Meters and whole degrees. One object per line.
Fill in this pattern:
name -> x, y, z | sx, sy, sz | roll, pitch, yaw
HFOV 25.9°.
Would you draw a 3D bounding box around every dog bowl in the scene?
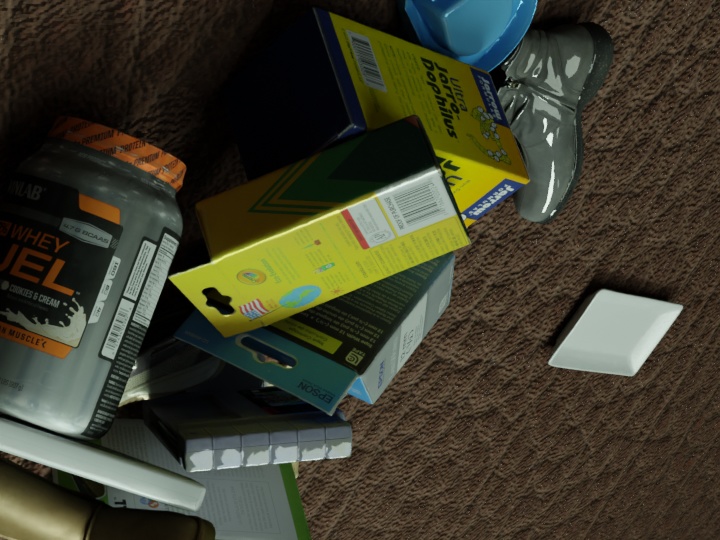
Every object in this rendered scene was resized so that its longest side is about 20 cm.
dog bowl -> 0.074, -0.233, 1.208 | 0.111, 0.050, 0.200 | -37, 147, -11

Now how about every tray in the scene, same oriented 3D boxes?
tray -> 0.288, 0.068, 1.786 | 0.200, 0.022, 0.107 | 10, 119, -52

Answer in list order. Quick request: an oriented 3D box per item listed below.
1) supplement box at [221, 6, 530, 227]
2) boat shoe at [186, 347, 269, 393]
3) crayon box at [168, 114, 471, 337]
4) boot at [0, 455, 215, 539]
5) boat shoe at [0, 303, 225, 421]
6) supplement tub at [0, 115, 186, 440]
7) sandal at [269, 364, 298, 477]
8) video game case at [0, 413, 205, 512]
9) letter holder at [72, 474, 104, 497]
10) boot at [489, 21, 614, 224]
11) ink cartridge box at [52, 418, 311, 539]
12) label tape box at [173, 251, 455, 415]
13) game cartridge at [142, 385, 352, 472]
supplement box -> 0.014, -0.102, 1.182 | 0.200, 0.110, 0.109 | 12, 141, -45
boat shoe -> -0.115, 0.102, 1.350 | 0.074, 0.065, 0.200 | -7, 124, -7
crayon box -> -0.031, -0.027, 1.115 | 0.200, 0.051, 0.127 | -22, 153, 4
boot -> -0.220, 0.164, 1.067 | 0.200, 0.175, 0.066 | 31, 63, -25
boat shoe -> -0.205, 0.075, 1.226 | 0.200, 0.072, 0.065 | -16, 114, -19
supplement tub -> -0.196, 0.005, 1.062 | 0.123, 0.122, 0.200 | 31, 76, -56
sandal -> -0.087, 0.178, 1.456 | 0.212, 0.070, 0.078 | -51, 146, 9
video game case -> -0.228, 0.118, 1.090 | 0.200, 0.182, 0.023 | 23, 81, -25
letter holder -> -0.159, 0.264, 1.337 | 0.142, 0.200, 0.101 | -4, 133, -56
boot -> 0.138, -0.130, 1.384 | 0.132, 0.070, 0.200 | -10, 122, -37
ink cartridge box -> -0.154, 0.192, 1.267 | 0.200, 0.148, 0.076 | 6, 122, -18
label tape box -> -0.034, 0.037, 1.235 | 0.200, 0.143, 0.066 | -51, 156, -39
game cartridge -> -0.090, 0.117, 1.210 | 0.130, 0.200, 0.038 | -8, 96, -16
